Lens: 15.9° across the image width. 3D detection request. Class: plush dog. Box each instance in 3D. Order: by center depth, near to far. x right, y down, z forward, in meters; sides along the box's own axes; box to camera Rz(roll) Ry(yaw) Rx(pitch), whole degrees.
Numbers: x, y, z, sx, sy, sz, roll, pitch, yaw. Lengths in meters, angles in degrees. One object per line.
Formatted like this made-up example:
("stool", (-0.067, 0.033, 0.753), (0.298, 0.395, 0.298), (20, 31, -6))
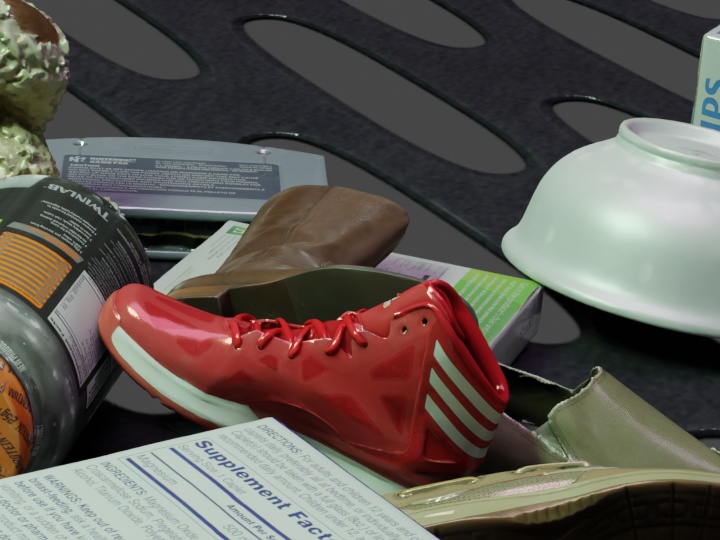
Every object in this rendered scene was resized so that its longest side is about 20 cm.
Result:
("plush dog", (-0.248, -0.043, 1.446), (0.172, 0.200, 0.160), (-9, -13, -42))

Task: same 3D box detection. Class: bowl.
("bowl", (0.189, -0.034, 1.522), (0.201, 0.091, 0.201), (11, 15, -3))

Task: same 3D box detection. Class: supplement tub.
("supplement tub", (-0.183, 0.039, 1.276), (0.122, 0.123, 0.200), (8, 23, 9))

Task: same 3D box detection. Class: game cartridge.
("game cartridge", (-0.119, -0.046, 1.609), (0.200, 0.041, 0.133), (3, 26, -4))

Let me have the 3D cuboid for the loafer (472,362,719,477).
("loafer", (0.116, 0.089, 1.276), (0.200, 0.070, 0.075), (13, 24, 20))

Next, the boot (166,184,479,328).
("boot", (0.000, 0.000, 1.381), (0.186, 0.064, 0.200), (3, 18, 19))

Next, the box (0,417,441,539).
("box", (-0.072, 0.156, 1.034), (0.200, 0.105, 0.184), (-12, 27, -32))

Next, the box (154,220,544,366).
("box", (-0.012, 0.027, 1.453), (0.200, 0.036, 0.144), (11, 23, 18))

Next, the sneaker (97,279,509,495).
("sneaker", (-0.019, 0.032, 1.251), (0.200, 0.116, 0.078), (27, 22, -8))

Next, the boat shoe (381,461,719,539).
("boat shoe", (0.096, 0.117, 1.204), (0.200, 0.071, 0.065), (-2, 24, -12))

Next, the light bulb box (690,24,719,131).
("light bulb box", (0.342, -0.101, 1.708), (0.200, 0.125, 0.198), (16, 25, 23))
